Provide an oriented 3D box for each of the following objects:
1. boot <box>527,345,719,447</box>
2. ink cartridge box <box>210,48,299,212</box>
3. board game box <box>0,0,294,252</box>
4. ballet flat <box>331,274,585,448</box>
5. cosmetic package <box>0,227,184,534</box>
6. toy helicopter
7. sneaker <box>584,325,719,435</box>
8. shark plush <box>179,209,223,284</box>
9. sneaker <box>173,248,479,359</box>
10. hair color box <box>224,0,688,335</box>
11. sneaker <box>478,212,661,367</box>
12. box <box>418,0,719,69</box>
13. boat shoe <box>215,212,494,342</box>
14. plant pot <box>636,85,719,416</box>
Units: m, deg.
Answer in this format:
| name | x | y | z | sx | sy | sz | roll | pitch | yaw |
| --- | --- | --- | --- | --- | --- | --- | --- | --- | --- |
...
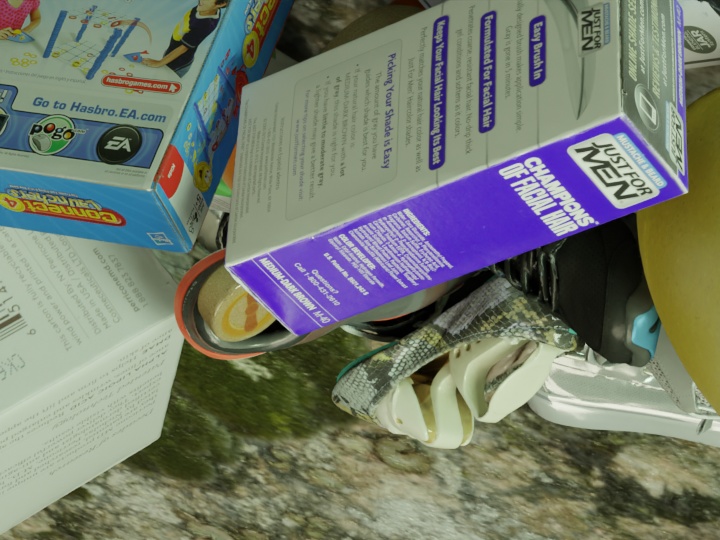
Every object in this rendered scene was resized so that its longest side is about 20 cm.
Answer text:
| name | x | y | z | sx | sy | sz | roll | pitch | yaw |
| --- | --- | --- | --- | --- | --- | --- | --- | --- | --- |
| boot | 0.186 | 0.038 | 1.580 | 0.199 | 0.074 | 0.096 | 2 | 128 | 1 |
| ink cartridge box | -0.143 | -0.091 | 1.516 | 0.199 | 0.084 | 0.146 | 10 | 174 | 21 |
| board game box | -0.141 | -0.116 | 1.396 | 0.199 | 0.196 | 0.056 | 9 | 151 | 24 |
| ballet flat | 0.051 | 0.056 | 1.566 | 0.072 | 0.072 | 0.200 | 33 | 139 | -21 |
| cosmetic package | -0.216 | 0.037 | 1.699 | 0.165 | 0.165 | 0.200 | 54 | 159 | 15 |
| toy helicopter | -0.025 | -0.045 | 1.428 | 0.132 | 0.200 | 0.079 | 4 | -143 | -49 |
| sneaker | 0.195 | 0.049 | 1.442 | 0.075 | 0.082 | 0.200 | 9 | -165 | -47 |
| shark plush | -0.019 | -0.014 | 1.642 | 0.199 | 0.091 | 0.084 | 21 | 123 | 11 |
| sneaker | 0.000 | 0.000 | 1.530 | 0.077 | 0.199 | 0.082 | 64 | 179 | -8 |
| hair color box | 0.041 | -0.058 | 1.272 | 0.199 | 0.110 | 0.065 | -21 | 135 | 28 |
| sneaker | 0.086 | -0.008 | 1.442 | 0.082 | 0.200 | 0.074 | -4 | 115 | -19 |
| box | 0.119 | -0.145 | 1.307 | 0.199 | 0.060 | 0.117 | -3 | 144 | 39 |
| boat shoe | 0.017 | 0.007 | 1.605 | 0.199 | 0.076 | 0.060 | 10 | -166 | -7 |
| plant pot | 0.205 | -0.016 | 1.313 | 0.200 | 0.200 | 0.142 | 42 | 176 | -35 |
